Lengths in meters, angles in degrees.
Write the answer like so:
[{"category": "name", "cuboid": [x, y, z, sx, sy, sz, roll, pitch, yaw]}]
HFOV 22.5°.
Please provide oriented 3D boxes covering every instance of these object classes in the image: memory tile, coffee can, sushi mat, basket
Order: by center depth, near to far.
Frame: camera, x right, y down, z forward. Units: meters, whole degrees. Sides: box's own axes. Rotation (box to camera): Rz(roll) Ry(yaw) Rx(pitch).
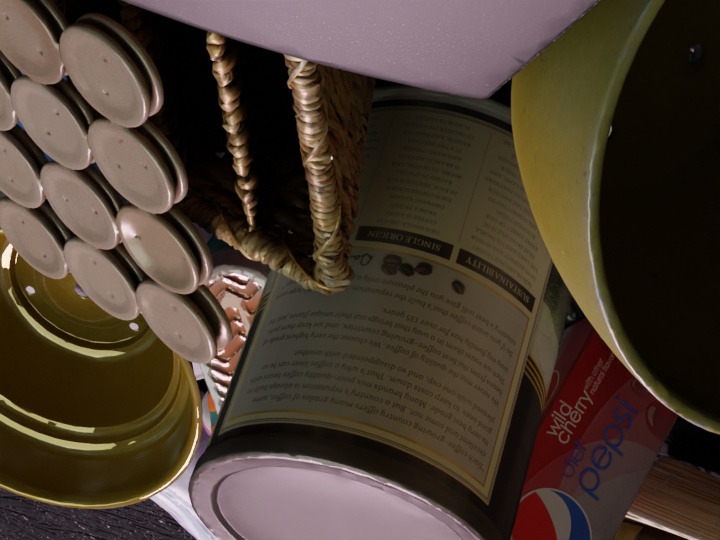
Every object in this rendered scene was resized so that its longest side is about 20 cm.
[{"category": "basket", "cuboid": [-0.073, -0.106, 0.757, 0.141, 0.150, 0.201, 2, 140, 8]}, {"category": "memory tile", "cuboid": [-0.129, -0.051, 0.820, 0.152, 0.017, 0.201, 27, 145, 31]}, {"category": "coffee can", "cuboid": [0.020, 0.036, 0.846, 0.145, 0.201, 0.147, 14, 149, 8]}, {"category": "sushi mat", "cuboid": [0.230, 0.142, 0.950, 0.198, 0.095, 0.012, 19, 109, 26]}]

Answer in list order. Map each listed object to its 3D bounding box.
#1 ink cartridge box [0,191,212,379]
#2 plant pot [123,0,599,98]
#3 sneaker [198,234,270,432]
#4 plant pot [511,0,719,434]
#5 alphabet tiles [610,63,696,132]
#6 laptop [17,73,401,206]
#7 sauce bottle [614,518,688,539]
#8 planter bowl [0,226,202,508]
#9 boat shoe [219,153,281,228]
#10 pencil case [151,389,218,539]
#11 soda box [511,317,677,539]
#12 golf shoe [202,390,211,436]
[{"category": "ink cartridge box", "cuboid": [-0.168, -0.023, 1.108, 0.200, 0.084, 0.145, 45, 149, -18]}, {"category": "plant pot", "cuboid": [0.018, -0.172, 0.573, 0.176, 0.201, 0.199, 32, 153, -10]}, {"category": "sneaker", "cuboid": [-0.048, 0.064, 0.966, 0.071, 0.080, 0.202, 0, 120, 8]}, {"category": "plant pot", "cuboid": [0.131, -0.058, 0.652, 0.200, 0.200, 0.142, 52, 172, -30]}, {"category": "alphabet tiles", "cuboid": [0.196, -0.011, 0.812, 0.195, 0.015, 0.200, 40, 151, -10]}, {"category": "laptop", "cuboid": [-0.100, -0.115, 0.872, 0.199, 0.104, 0.178, 10, 144, 39]}, {"category": "sauce bottle", "cuboid": [0.166, 0.181, 1.087, 0.199, 0.065, 0.065, 9, 143, 42]}, {"category": "planter bowl", "cuboid": [-0.168, 0.033, 1.015, 0.198, 0.084, 0.202, 11, 130, 13]}, {"category": "boat shoe", "cuboid": [0.000, 0.000, 0.977, 0.199, 0.071, 0.072, 32, 152, 6]}, {"category": "pencil case", "cuboid": [-0.120, 0.145, 1.312, 0.200, 0.091, 0.083, 45, 150, -18]}, {"category": "soda box", "cuboid": [0.094, 0.115, 0.917, 0.063, 0.201, 0.070, 38, 151, -7]}, {"category": "golf shoe", "cuboid": [-0.028, 0.074, 1.136, 0.198, 0.075, 0.092, -1, 128, 37]}]
